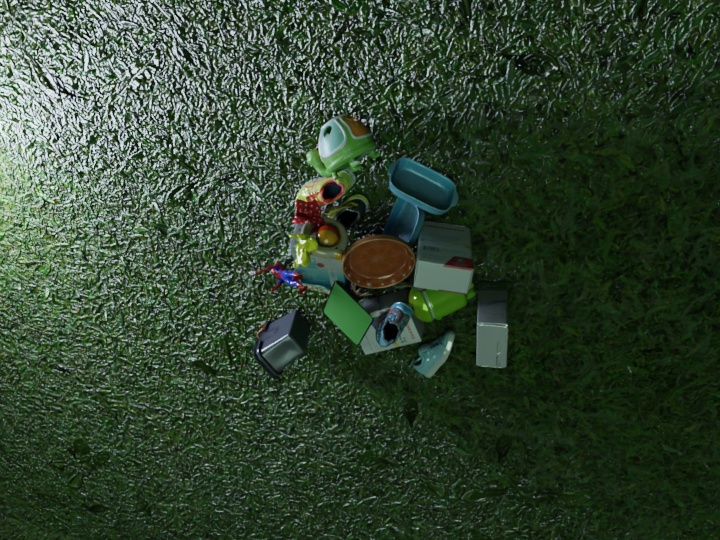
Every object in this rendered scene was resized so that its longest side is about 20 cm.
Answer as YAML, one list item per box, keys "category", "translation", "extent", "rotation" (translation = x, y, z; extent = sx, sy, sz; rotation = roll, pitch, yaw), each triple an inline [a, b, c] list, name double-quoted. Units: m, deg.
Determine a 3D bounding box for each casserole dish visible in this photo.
- category: "casserole dish"
  translation: [0.119, -0.116, 1.484]
  extent: [0.038, 0.122, 0.203]
  rotation: [0, 129, -31]
- category: "casserole dish"
  translation: [0.157, -0.213, 1.403]
  extent: [0.197, 0.123, 0.039]
  rotation: [25, 146, -3]

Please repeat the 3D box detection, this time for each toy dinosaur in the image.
- category: "toy dinosaur"
  translation: [0.000, 0.000, 1.548]
  extent: [0.084, 0.137, 0.202]
  rotation: [9, 144, 20]

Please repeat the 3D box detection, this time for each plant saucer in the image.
- category: "plant saucer"
  translation: [0.047, -0.026, 1.444]
  extent: [0.195, 0.033, 0.203]
  rotation: [-4, 140, -3]

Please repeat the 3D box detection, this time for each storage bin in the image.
- category: "storage bin"
  translation: [-0.244, 0.213, 1.722]
  extent: [0.133, 0.201, 0.146]
  rotation: [-33, 110, 16]

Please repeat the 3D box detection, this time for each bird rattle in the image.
- category: "bird rattle"
  translation: [-0.110, -0.091, 1.422]
  extent: [0.159, 0.202, 0.114]
  rotation: [15, 131, -5]

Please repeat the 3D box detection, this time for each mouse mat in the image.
- category: "mouse mat"
  translation: [-0.040, 0.133, 1.621]
  extent: [0.161, 0.008, 0.201]
  rotation: [44, 149, 11]

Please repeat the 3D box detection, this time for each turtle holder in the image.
- category: "turtle holder"
  translation: [-0.047, -0.316, 1.396]
  extent: [0.134, 0.139, 0.185]
  rotation: [62, 154, -5]

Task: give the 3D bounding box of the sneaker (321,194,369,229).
- category: "sneaker"
  translation: [-0.067, -0.142, 1.520]
  extent: [0.198, 0.085, 0.075]
  rotation: [-33, 109, 28]

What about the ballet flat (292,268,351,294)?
- category: "ballet flat"
  translation: [-0.116, 0.037, 1.661]
  extent: [0.196, 0.077, 0.064]
  rotation: [16, 155, 8]

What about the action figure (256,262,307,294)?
- category: "action figure"
  translation: [-0.241, 0.028, 1.605]
  extent: [0.098, 0.199, 0.067]
  rotation: [-27, 115, -20]

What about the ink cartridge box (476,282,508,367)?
- category: "ink cartridge box"
  translation: [0.368, 0.149, 1.516]
  extent: [0.085, 0.201, 0.148]
  rotation: [0, 122, 12]

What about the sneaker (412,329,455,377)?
- category: "sneaker"
  translation: [0.224, 0.255, 1.699]
  extent: [0.080, 0.074, 0.202]
  rotation: [23, 122, -6]

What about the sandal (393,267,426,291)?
- category: "sandal"
  translation: [0.130, 0.010, 1.525]
  extent: [0.057, 0.200, 0.081]
  rotation: [25, 81, -27]

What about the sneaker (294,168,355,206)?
- category: "sneaker"
  translation: [-0.108, -0.211, 1.485]
  extent: [0.197, 0.091, 0.079]
  rotation: [-27, 113, 27]

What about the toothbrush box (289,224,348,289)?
- category: "toothbrush box"
  translation: [-0.108, -0.041, 1.545]
  extent: [0.143, 0.087, 0.202]
  rotation: [8, 148, 8]

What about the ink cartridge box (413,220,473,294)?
- category: "ink cartridge box"
  translation: [0.220, -0.038, 1.444]
  extent: [0.142, 0.202, 0.084]
  rotation: [8, 125, 4]

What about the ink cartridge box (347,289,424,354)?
- category: "ink cartridge box"
  translation: [0.080, 0.158, 1.666]
  extent: [0.196, 0.088, 0.147]
  rotation: [-16, 115, 20]

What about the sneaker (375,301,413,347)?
- category: "sneaker"
  translation: [0.077, 0.170, 1.548]
  extent: [0.078, 0.096, 0.201]
  rotation: [31, 141, 5]

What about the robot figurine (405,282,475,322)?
- category: "robot figurine"
  translation: [0.224, 0.071, 1.544]
  extent: [0.197, 0.117, 0.177]
  rotation: [-26, 142, 2]
